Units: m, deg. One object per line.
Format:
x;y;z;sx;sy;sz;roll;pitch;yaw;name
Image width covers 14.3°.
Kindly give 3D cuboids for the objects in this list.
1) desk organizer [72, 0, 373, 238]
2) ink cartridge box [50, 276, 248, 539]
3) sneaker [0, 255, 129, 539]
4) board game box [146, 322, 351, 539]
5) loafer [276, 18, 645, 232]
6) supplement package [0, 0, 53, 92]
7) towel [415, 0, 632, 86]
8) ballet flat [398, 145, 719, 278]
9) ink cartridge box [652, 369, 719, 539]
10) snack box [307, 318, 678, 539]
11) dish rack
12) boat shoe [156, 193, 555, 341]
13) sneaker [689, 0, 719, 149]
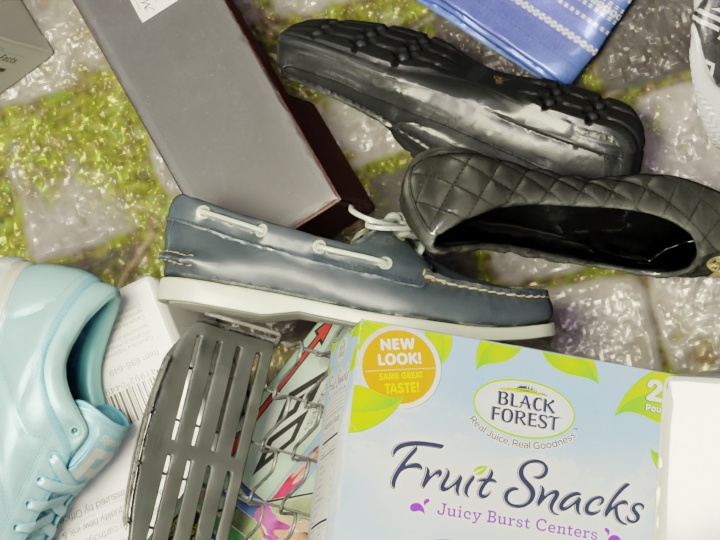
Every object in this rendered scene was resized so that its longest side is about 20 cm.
-0.077;-0.100;1.502;0.072;0.077;0.200;-33;78;13;desk organizer
-0.119;0.123;1.502;0.146;0.085;0.200;-25;79;15;ink cartridge box
-0.161;0.094;1.435;0.082;0.074;0.200;5;90;21;sneaker
-0.008;0.116;1.439;0.135;0.029;0.200;37;73;2;board game box
0.046;-0.075;1.466;0.200;0.068;0.070;20;115;13;loafer
-0.290;-0.112;1.552;0.200;0.110;0.114;-35;79;13;supplement package
0.102;-0.211;1.480;0.145;0.024;0.200;35;98;15;towel
0.112;-0.017;1.409;0.200;0.066;0.057;8;50;-18;ballet flat
0.226;0.121;1.334;0.147;0.200;0.145;3;90;17;ink cartridge box
0.060;0.136;1.342;0.169;0.068;0.200;9;74;-12;snack box
-0.011;0.105;1.391;0.200;0.055;0.154;16;73;-13;dish rack
0.000;0.000;1.419;0.200;0.075;0.062;7;86;1;boat shoe
0.230;-0.153;1.410;0.115;0.075;0.200;9;91;17;sneaker
